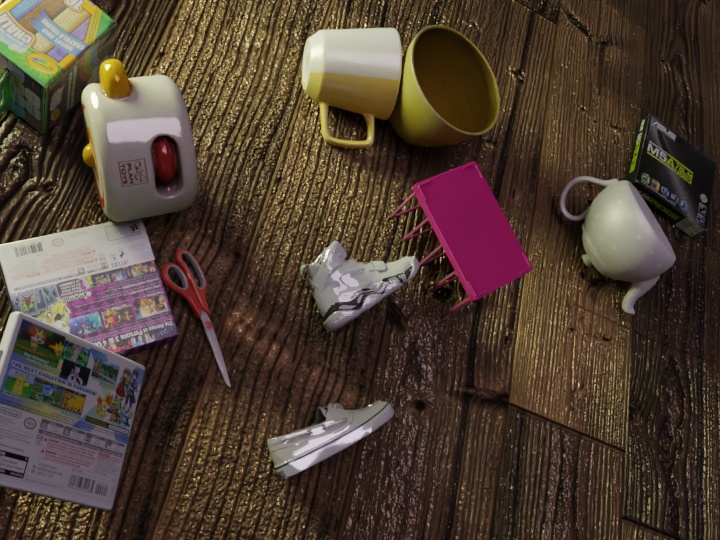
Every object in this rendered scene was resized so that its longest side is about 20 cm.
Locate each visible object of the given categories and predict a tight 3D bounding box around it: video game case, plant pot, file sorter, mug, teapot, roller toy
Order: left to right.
[{"bbox_3d":[-0.356,0.173,0.870,0.199,0.022,0.187,38,52,-48],"label":"video game case"},{"bbox_3d":[-0.365,0.033,0.979,0.196,0.036,0.185,-16,77,-29],"label":"video game case"},{"bbox_3d":[-0.309,-0.167,0.996,0.136,0.200,0.187,-13,76,-23],"label":"roller toy"},{"bbox_3d":[-0.019,-0.325,1.231,0.149,0.150,0.191,3,61,-15],"label":"mug"},{"bbox_3d":[0.126,-0.298,1.273,0.196,0.141,0.206,14,64,-31],"label":"plant pot"},{"bbox_3d":[0.158,-0.046,1.203,0.137,0.125,0.204,-23,81,-31],"label":"file sorter"},{"bbox_3d":[0.476,-0.060,1.353,0.196,0.145,0.203,37,33,-36],"label":"teapot"}]

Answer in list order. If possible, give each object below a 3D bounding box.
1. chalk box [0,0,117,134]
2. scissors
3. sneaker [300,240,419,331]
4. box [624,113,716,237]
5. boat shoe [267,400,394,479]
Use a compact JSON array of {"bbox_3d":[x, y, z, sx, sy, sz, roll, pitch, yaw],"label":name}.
[{"bbox_3d":[-0.456,-0.292,1.020,0.123,0.124,0.202,38,57,-6],"label":"chalk box"},{"bbox_3d":[-0.219,0.065,1.043,0.203,0.014,0.073,60,30,-6],"label":"scissors"},{"bbox_3d":[0.000,0.000,1.139,0.198,0.075,0.116,-32,87,-28],"label":"sneaker"},{"bbox_3d":[0.662,-0.202,1.549,0.197,0.047,0.196,32,62,-11],"label":"box"},{"bbox_3d":[-0.039,0.221,1.032,0.197,0.073,0.067,-22,83,-31],"label":"boat shoe"}]
